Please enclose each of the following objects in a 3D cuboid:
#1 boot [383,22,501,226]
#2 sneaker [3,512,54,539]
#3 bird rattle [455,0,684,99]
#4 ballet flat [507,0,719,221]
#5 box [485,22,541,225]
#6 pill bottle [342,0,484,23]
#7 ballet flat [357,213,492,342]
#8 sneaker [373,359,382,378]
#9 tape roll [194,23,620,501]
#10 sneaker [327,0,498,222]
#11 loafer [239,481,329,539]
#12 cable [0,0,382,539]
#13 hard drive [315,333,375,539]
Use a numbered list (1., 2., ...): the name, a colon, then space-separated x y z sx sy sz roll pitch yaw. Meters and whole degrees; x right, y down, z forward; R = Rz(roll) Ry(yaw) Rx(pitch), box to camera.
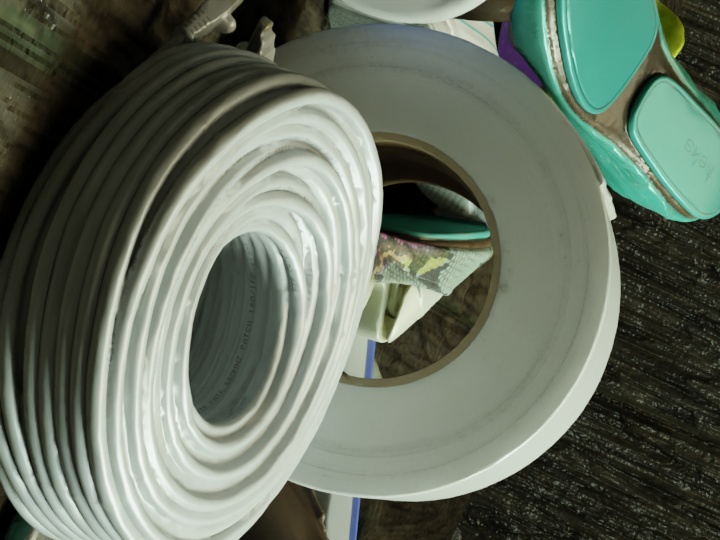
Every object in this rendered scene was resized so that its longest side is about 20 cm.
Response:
1. boot: 0.030 -0.045 1.509 0.158 0.079 0.212 -67 164 -48
2. sneaker: -0.109 0.157 1.172 0.078 0.091 0.200 -64 171 -9
3. bird rattle: 0.072 -0.166 1.240 0.200 0.162 0.113 -113 -152 -44
4. ballet flat: 0.101 -0.089 1.134 0.067 0.070 0.200 -55 139 -14
5. box: 0.103 -0.124 1.488 0.137 0.039 0.201 38 62 -79
6. pill bottle: 0.048 -0.196 1.129 0.200 0.113 0.114 -54 165 -54
7. ballet flat: 0.000 0.000 1.339 0.200 0.069 0.072 7 93 -58
8. sneaker: -0.051 0.117 1.530 0.085 0.077 0.201 70 36 -63
9. tape roll: 0.015 0.001 1.159 0.139 0.202 0.204 34 80 -80
10. sneaker: 0.050 -0.104 1.344 0.201 0.070 0.081 61 37 -43
11. loafer: -0.041 0.129 1.247 0.073 0.201 0.071 -26 -173 -26
12. cable: -0.064 0.015 0.998 0.200 0.069 0.201 -45 142 -44
13. hard drive: -0.034 0.122 1.399 0.132 0.025 0.201 137 -35 -55
